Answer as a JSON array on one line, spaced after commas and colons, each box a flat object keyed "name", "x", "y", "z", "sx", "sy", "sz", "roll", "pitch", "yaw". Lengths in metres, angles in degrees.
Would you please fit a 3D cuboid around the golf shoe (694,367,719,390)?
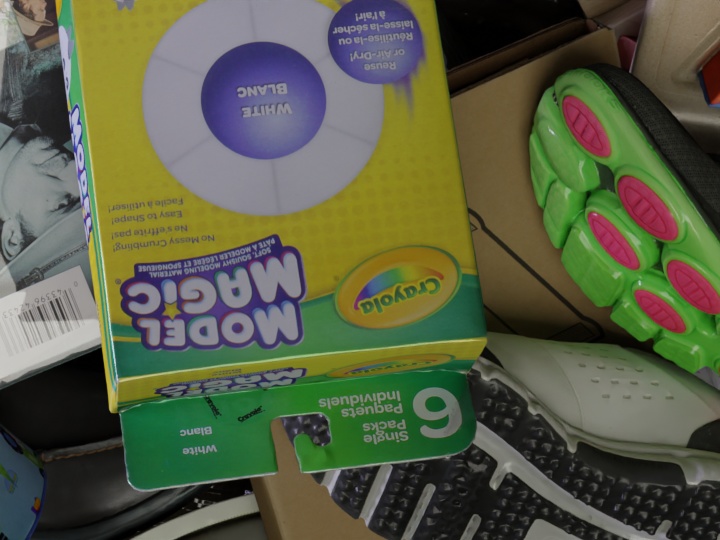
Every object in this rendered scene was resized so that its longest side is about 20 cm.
[{"name": "golf shoe", "x": 0.150, "y": 0.026, "z": 0.993, "sx": 0.091, "sy": 0.075, "sz": 0.200, "roll": -11, "pitch": 120, "yaw": 15}]

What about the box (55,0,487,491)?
[{"name": "box", "x": -0.030, "y": -0.036, "z": 0.806, "sx": 0.117, "sy": 0.048, "sz": 0.200, "roll": -7, "pitch": 76, "yaw": -8}]

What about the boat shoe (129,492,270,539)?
[{"name": "boat shoe", "x": -0.003, "y": 0.114, "z": 0.965, "sx": 0.202, "sy": 0.060, "sz": 0.072, "roll": -2, "pitch": 159, "yaw": -38}]

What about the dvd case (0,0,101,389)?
[{"name": "dvd case", "x": -0.095, "y": -0.076, "z": 0.866, "sx": 0.146, "sy": 0.022, "sz": 0.200, "roll": -24, "pitch": 106, "yaw": -9}]

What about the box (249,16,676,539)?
[{"name": "box", "x": 0.032, "y": 0.031, "z": 0.899, "sx": 0.163, "sy": 0.021, "sz": 0.200, "roll": -25, "pitch": 121, "yaw": -17}]

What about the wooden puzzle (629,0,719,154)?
[{"name": "wooden puzzle", "x": 0.197, "y": -0.110, "z": 0.860, "sx": 0.185, "sy": 0.046, "sz": 0.200, "roll": 8, "pitch": 116, "yaw": -5}]

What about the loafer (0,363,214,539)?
[{"name": "loafer", "x": -0.116, "y": 0.063, "z": 0.947, "sx": 0.200, "sy": 0.073, "sz": 0.072, "roll": -24, "pitch": 104, "yaw": 14}]

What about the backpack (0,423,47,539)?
[{"name": "backpack", "x": -0.215, "y": 0.073, "z": 0.861, "sx": 0.200, "sy": 0.183, "sz": 0.135, "roll": -6, "pitch": 118, "yaw": 20}]

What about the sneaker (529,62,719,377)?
[{"name": "sneaker", "x": 0.138, "y": -0.006, "z": 0.876, "sx": 0.200, "sy": 0.084, "sz": 0.077, "roll": 38, "pitch": 151, "yaw": -17}]

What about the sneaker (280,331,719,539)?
[{"name": "sneaker", "x": 0.060, "y": 0.056, "z": 0.878, "sx": 0.200, "sy": 0.080, "sz": 0.074, "roll": 22, "pitch": 121, "yaw": -19}]

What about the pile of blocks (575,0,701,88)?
[{"name": "pile of blocks", "x": 0.172, "y": -0.100, "z": 0.922, "sx": 0.200, "sy": 0.062, "sz": 0.082, "roll": -6, "pitch": 120, "yaw": -7}]

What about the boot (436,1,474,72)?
[{"name": "boot", "x": 0.000, "y": 0.000, "z": 0.950, "sx": 0.131, "sy": 0.068, "sz": 0.200, "roll": -17, "pitch": 119, "yaw": 7}]
